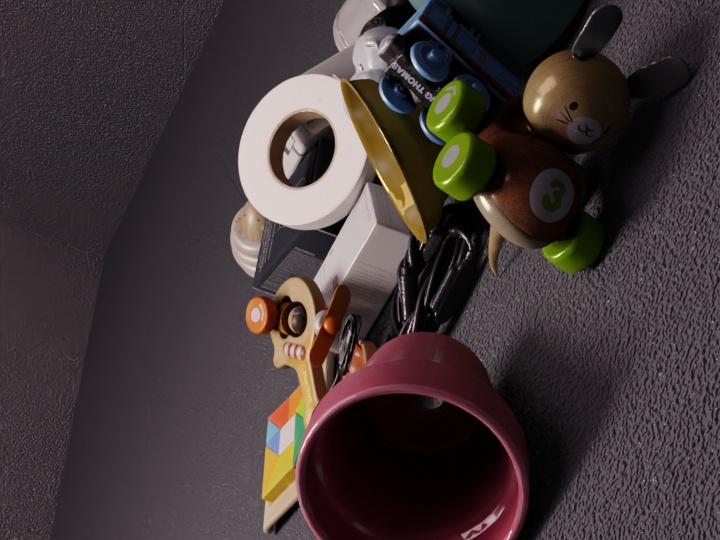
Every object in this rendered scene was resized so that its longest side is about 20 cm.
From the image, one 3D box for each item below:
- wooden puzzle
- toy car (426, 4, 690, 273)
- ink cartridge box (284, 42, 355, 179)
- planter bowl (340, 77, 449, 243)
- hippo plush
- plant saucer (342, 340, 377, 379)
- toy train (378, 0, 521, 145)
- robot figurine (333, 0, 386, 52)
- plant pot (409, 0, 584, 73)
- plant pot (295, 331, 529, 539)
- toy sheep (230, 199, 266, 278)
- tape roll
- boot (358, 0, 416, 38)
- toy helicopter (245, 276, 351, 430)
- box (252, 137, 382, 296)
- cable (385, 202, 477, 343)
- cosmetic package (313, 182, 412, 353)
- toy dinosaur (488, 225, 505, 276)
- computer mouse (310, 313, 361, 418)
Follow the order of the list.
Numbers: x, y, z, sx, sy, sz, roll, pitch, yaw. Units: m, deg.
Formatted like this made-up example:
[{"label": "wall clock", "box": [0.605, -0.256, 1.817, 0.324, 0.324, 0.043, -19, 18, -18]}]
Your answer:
[{"label": "wooden puzzle", "box": [-0.087, 0.225, 1.664, 0.200, 0.037, 0.186, -54, 25, 41]}, {"label": "toy car", "box": [0.183, -0.129, 1.082, 0.200, 0.164, 0.159, -44, 30, 29]}, {"label": "ink cartridge box", "box": [-0.053, -0.226, 1.788, 0.145, 0.084, 0.200, -34, -4, -18]}, {"label": "planter bowl", "box": [0.059, -0.138, 1.369, 0.083, 0.201, 0.200, -28, 21, -4]}, {"label": "hippo plush", "box": [0.068, -0.222, 1.468, 0.202, 0.160, 0.159, -70, 18, 3]}, {"label": "plant saucer", "box": [0.000, 0.180, 1.408, 0.200, 0.032, 0.202, -172, 90, -82]}, {"label": "toy train", "box": [0.106, -0.183, 1.288, 0.087, 0.200, 0.115, -40, 15, 46]}, {"label": "robot figurine", "box": [0.032, -0.362, 1.787, 0.200, 0.112, 0.171, -46, 32, 52]}, {"label": "plant pot", "box": [0.130, -0.336, 1.342, 0.200, 0.160, 0.202, -39, 36, 36]}, {"label": "plant pot", "box": [0.052, 0.151, 1.127, 0.201, 0.199, 0.179, -62, 4, 23]}, {"label": "toy sheep", "box": [-0.136, -0.047, 1.935, 0.200, 0.137, 0.139, 63, -150, -54]}, {"label": "tape roll", "box": [-0.067, -0.154, 1.623, 0.201, 0.037, 0.205, -6, 77, 28]}, {"label": "boot", "box": [0.053, -0.335, 1.612, 0.168, 0.076, 0.202, -50, -33, -62]}, {"label": "toy helicopter", "box": [-0.057, 0.102, 1.511, 0.132, 0.078, 0.202, -31, 65, 41]}, {"label": "box", "box": [-0.059, -0.062, 1.758, 0.200, 0.106, 0.150, -45, 30, 53]}, {"label": "cable", "box": [0.067, 0.019, 1.407, 0.163, 0.050, 0.201, -114, 45, -64]}, {"label": "cosmetic package", "box": [0.000, 0.000, 1.584, 0.102, 0.073, 0.201, -101, 34, -56]}, {"label": "toy dinosaur", "box": [0.141, -0.086, 1.222, 0.058, 0.100, 0.201, -93, 24, -70]}, {"label": "computer mouse", "box": [-0.026, 0.144, 1.429, 0.059, 0.034, 0.202, -113, 38, -66]}]
